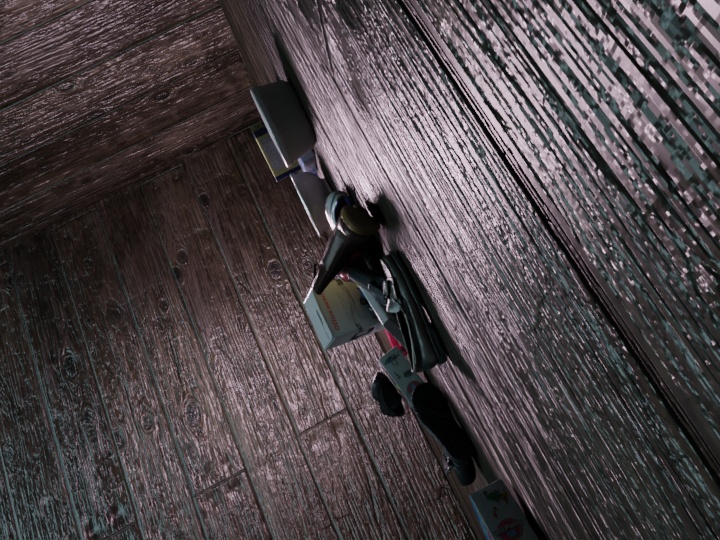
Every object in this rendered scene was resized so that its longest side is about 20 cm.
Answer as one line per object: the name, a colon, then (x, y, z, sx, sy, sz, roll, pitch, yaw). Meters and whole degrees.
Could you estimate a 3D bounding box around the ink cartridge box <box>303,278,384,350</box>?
ink cartridge box: (-0.030, 0.100, 1.479, 0.147, 0.197, 0.084, 63, 147, 19)

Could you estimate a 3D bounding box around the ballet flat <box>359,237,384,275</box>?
ballet flat: (0.014, -0.020, 1.219, 0.067, 0.056, 0.201, 61, 176, 45)

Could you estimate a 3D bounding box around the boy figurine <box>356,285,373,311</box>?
boy figurine: (0.000, 0.000, 1.378, 0.124, 0.064, 0.202, 37, 153, 53)

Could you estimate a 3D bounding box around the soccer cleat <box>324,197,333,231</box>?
soccer cleat: (-0.035, -0.088, 1.397, 0.084, 0.064, 0.202, -118, 4, -60)

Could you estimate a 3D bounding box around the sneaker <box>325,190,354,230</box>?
sneaker: (-0.027, -0.073, 1.245, 0.088, 0.074, 0.203, -147, 35, -76)

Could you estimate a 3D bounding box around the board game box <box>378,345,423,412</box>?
board game box: (0.129, 0.302, 1.498, 0.201, 0.064, 0.148, 51, 174, 12)

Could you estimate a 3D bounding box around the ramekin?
ramekin: (-0.183, -0.364, 1.395, 0.205, 0.093, 0.202, 64, 176, 8)

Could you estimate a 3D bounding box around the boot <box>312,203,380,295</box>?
boot: (-0.033, -0.028, 0.997, 0.072, 0.168, 0.200, 27, -170, -5)

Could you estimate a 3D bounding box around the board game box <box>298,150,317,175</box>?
board game box: (-0.193, -0.394, 1.726, 0.203, 0.043, 0.199, 64, 175, 5)

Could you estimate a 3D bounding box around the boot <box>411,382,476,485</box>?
boot: (0.186, 0.368, 1.276, 0.201, 0.076, 0.169, 54, 167, 37)

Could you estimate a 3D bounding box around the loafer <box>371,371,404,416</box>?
loafer: (0.077, 0.332, 1.527, 0.202, 0.069, 0.069, 70, -142, -49)

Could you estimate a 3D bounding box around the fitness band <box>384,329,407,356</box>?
fitness band: (0.094, 0.175, 1.641, 0.200, 0.037, 0.145, 76, 170, -69)

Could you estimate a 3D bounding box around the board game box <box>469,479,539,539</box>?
board game box: (0.254, 0.452, 0.880, 0.200, 0.063, 0.149, -120, 6, -62)

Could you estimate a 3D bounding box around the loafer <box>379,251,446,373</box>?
loafer: (0.073, 0.070, 0.935, 0.203, 0.062, 0.072, 64, 176, 3)

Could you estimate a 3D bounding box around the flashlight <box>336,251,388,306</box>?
flashlight: (0.018, 0.013, 1.069, 0.199, 0.068, 0.068, 30, 159, 51)

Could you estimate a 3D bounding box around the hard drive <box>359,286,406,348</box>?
hard drive: (0.070, 0.107, 1.247, 0.132, 0.027, 0.200, 44, -174, -24)

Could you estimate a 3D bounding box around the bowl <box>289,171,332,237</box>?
bowl: (-0.124, -0.207, 1.663, 0.204, 0.089, 0.201, 64, 177, 6)

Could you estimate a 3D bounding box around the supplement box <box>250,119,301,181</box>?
supplement box: (-0.321, -0.486, 2.230, 0.202, 0.133, 0.200, 65, 176, -25)
